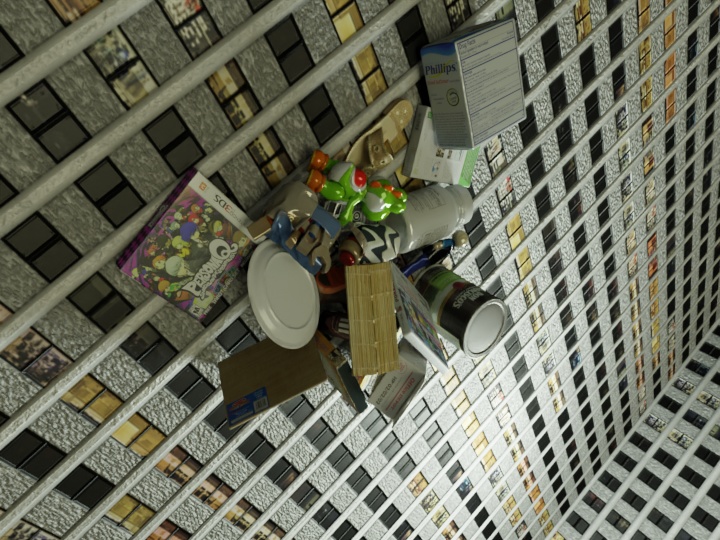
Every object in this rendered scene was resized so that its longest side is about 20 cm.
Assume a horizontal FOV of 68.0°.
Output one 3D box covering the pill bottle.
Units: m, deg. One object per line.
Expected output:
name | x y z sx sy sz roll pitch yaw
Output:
pill bottle | 0.146 -0.120 1.154 0.195 0.114 0.118 -20 123 -29

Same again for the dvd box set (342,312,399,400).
dvd box set | 0.034 0.191 1.181 0.146 0.029 0.203 -42 160 -44

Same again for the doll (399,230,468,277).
doll | 0.160 -0.032 1.219 0.197 0.049 0.137 -34 170 -3

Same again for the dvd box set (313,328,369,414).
dvd box set | -0.066 0.182 1.075 0.029 0.199 0.149 -34 128 -16

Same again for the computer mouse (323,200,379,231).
computer mouse | -0.045 -0.109 1.057 0.194 0.044 0.114 -6 113 -31

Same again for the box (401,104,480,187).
box | 0.186 -0.267 1.168 0.195 0.036 0.149 2 110 -38

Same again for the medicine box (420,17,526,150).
medicine box | 0.232 -0.374 1.077 0.179 0.102 0.206 -31 117 -29

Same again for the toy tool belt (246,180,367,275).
toy tool belt | -0.094 -0.048 0.938 0.198 0.125 0.124 38 59 -7

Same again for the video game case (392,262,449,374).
video game case | 0.117 0.098 1.117 0.022 0.186 0.200 -27 138 16

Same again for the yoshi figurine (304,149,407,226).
yoshi figurine | -0.012 -0.142 0.997 0.194 0.112 0.116 17 105 -14

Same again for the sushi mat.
sushi mat | 0.021 0.088 0.988 0.092 0.012 0.208 -3 85 -18

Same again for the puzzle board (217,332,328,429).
puzzle board | -0.167 0.190 0.996 0.195 0.153 0.018 -26 136 -2

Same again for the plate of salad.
plate of salad | -0.143 0.043 0.984 0.198 0.047 0.207 32 50 -47

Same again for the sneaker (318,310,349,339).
sneaker | -0.032 0.117 1.163 0.200 0.111 0.078 54 48 -74

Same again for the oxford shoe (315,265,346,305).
oxford shoe | -0.015 0.024 1.140 0.194 0.072 0.074 -11 138 -29

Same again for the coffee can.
coffee can | 0.227 0.092 1.264 0.143 0.199 0.151 -17 122 -30

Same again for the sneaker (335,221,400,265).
sneaker | 0.000 0.000 1.043 0.126 0.079 0.206 17 85 -25

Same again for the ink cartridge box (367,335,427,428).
ink cartridge box | 0.077 0.214 1.067 0.117 0.067 0.200 -57 177 11

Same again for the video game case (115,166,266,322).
video game case | -0.278 -0.038 0.907 0.202 0.036 0.181 -52 133 -6

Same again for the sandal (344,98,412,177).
sandal | 0.044 -0.243 1.042 0.214 0.069 0.077 -54 133 -4
